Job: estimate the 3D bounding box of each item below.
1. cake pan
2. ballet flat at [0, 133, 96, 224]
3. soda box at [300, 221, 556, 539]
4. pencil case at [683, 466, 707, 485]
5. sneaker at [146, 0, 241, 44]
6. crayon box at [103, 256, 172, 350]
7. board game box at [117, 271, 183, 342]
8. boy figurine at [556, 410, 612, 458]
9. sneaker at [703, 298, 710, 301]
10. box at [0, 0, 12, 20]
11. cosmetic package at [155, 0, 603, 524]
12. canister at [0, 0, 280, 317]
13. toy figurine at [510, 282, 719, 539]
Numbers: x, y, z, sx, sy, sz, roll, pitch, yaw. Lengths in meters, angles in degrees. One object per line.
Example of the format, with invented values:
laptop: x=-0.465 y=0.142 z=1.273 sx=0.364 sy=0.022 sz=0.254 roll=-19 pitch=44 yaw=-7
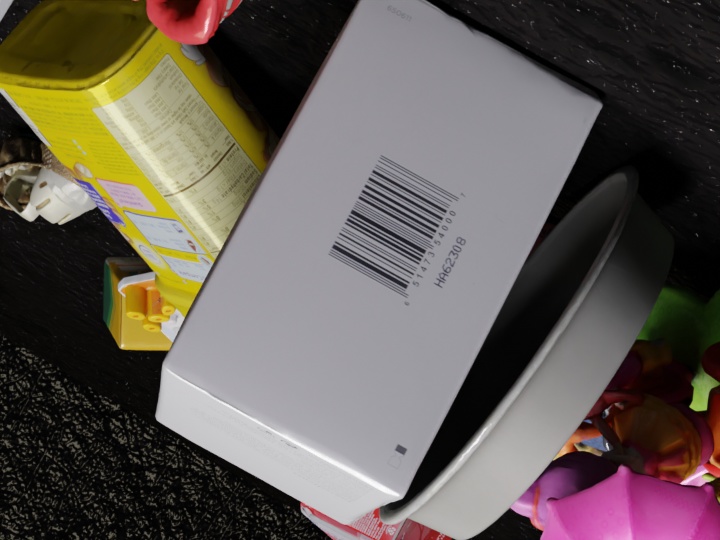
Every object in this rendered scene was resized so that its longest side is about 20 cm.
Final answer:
cake pan: x=0.080 y=0.043 z=0.947 sx=0.037 sy=0.201 sz=0.200 roll=35 pitch=167 yaw=-4
ballet flat: x=-0.225 y=-0.065 z=1.529 sx=0.070 sy=0.066 sz=0.200 roll=34 pitch=166 yaw=-23
soda box: x=0.047 y=0.064 z=1.110 sx=0.063 sy=0.201 sz=0.070 roll=23 pitch=166 yaw=28
pencil case: x=0.270 y=0.150 z=1.206 sx=0.199 sy=0.094 sz=0.091 roll=23 pitch=166 yaw=24
sneaker: x=-0.087 y=-0.153 z=0.819 sx=0.077 sy=0.085 sz=0.200 roll=22 pitch=166 yaw=27
crayon box: x=-0.116 y=0.024 z=1.462 sx=0.124 sy=0.052 sz=0.200 roll=1 pitch=-176 yaw=-11
board game box: x=-0.031 y=0.037 z=1.340 sx=0.198 sy=0.026 sz=0.200 roll=-11 pitch=154 yaw=14
boy figurine: x=0.127 y=0.083 z=1.308 sx=0.125 sy=0.064 sz=0.200 roll=54 pitch=165 yaw=-9
sneaker: x=0.249 y=0.083 z=1.059 sx=0.199 sy=0.079 sz=0.095 roll=32 pitch=176 yaw=26
box: x=-0.273 y=-0.157 z=1.132 sx=0.097 sy=0.125 sz=0.199 roll=35 pitch=166 yaw=-27
cosmetic package: x=0.000 y=0.000 z=0.965 sx=0.122 sy=0.201 sz=0.200 roll=28 pitch=167 yaw=0
canister: x=-0.102 y=-0.061 z=1.149 sx=0.148 sy=0.087 sz=0.200 roll=12 pitch=147 yaw=50
toy figurine: x=0.139 y=0.091 z=0.940 sx=0.199 sy=0.183 sz=0.151 roll=23 pitch=126 yaw=41
